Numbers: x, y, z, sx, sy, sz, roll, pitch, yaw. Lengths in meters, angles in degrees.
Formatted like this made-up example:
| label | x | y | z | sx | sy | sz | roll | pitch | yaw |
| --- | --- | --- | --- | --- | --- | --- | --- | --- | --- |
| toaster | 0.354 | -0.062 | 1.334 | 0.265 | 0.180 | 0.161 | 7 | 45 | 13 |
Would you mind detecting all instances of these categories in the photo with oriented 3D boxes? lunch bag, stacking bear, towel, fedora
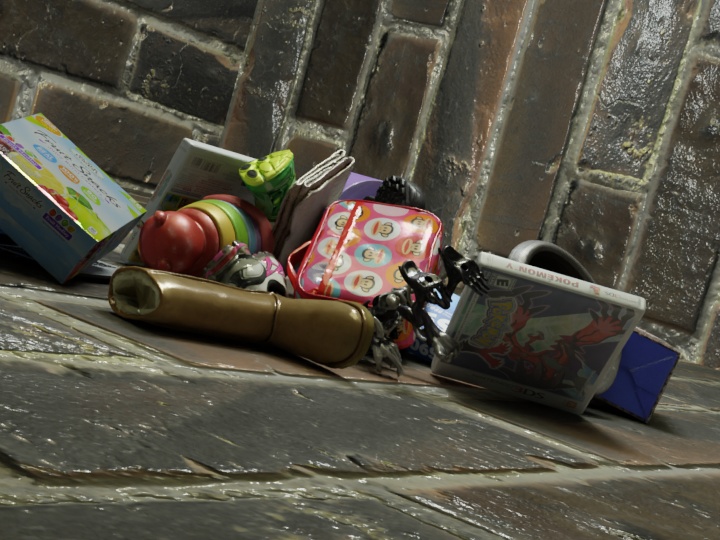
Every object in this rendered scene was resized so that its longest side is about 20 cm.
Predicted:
| label | x | y | z | sx | sy | sz | roll | pitch | yaw |
| --- | --- | --- | --- | --- | --- | --- | --- | --- | --- |
| lunch bag | 0.000 | 0.000 | 1.613 | 0.175 | 0.082 | 0.201 | 10 | 41 | 10 |
| stacking bear | -0.199 | -0.034 | 1.662 | 0.113 | 0.123 | 0.200 | 0 | 2 | 24 |
| towel | -0.076 | -0.060 | 1.796 | 0.034 | 0.201 | 0.132 | 36 | 41 | 13 |
| fedora | 0.213 | 0.063 | 1.606 | 0.090 | 0.178 | 0.200 | -22 | -54 | 42 |

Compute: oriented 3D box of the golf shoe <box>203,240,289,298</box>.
| label | x | y | z | sx | sy | sz | roll | pitch | yaw |
| --- | --- | --- | --- | --- | --- | --- | --- | --- | --- |
| golf shoe | -0.122 | 0.025 | 1.623 | 0.092 | 0.073 | 0.200 | 48 | 6 | 11 |

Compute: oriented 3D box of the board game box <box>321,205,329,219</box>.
| label | x | y | z | sx | sy | sz | roll | pitch | yaw |
| --- | --- | --- | --- | --- | --- | --- | --- | --- | --- |
| board game box | -0.003 | -0.002 | 1.851 | 0.104 | 0.104 | 0.200 | 16 | -11 | 9 |

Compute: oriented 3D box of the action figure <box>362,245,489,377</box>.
| label | x | y | z | sx | sy | sz | roll | pitch | yaw |
| --- | --- | --- | --- | --- | --- | --- | --- | --- | --- |
| action figure | 0.047 | 0.060 | 1.426 | 0.118 | 0.103 | 0.200 | -21 | -16 | -36 |

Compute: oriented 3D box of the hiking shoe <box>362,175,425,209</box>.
| label | x | y | z | sx | sy | sz | roll | pitch | yaw |
| --- | --- | --- | --- | --- | --- | --- | --- | --- | --- |
| hiking shoe | 0.063 | -0.075 | 1.862 | 0.100 | 0.076 | 0.200 | 18 | -11 | -15 |

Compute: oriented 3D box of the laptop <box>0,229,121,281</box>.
| label | x | y | z | sx | sy | sz | roll | pitch | yaw |
| --- | --- | --- | --- | --- | --- | --- | --- | --- | --- |
| laptop | -0.344 | -0.068 | 1.544 | 0.199 | 0.117 | 0.187 | 17 | 4 | 22 |

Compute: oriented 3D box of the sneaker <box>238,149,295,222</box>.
| label | x | y | z | sx | sy | sz | roll | pitch | yaw |
| --- | --- | --- | --- | --- | --- | --- | --- | --- | --- |
| sneaker | -0.109 | -0.108 | 1.769 | 0.074 | 0.084 | 0.200 | -20 | 0 | 2 |

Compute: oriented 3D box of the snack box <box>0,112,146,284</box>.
| label | x | y | z | sx | sy | sz | roll | pitch | yaw |
| --- | --- | --- | --- | --- | --- | --- | --- | --- | --- |
| snack box | -0.332 | -0.083 | 1.457 | 0.169 | 0.068 | 0.200 | 42 | 11 | -4 |

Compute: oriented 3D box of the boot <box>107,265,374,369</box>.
| label | x | y | z | sx | sy | sz | roll | pitch | yaw |
| --- | --- | --- | --- | --- | --- | --- | --- | --- | --- |
| boot | -0.112 | 0.044 | 1.282 | 0.199 | 0.067 | 0.174 | 14 | -9 | -40 |

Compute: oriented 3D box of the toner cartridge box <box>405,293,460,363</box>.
| label | x | y | z | sx | sy | sz | roll | pitch | yaw |
| --- | --- | --- | --- | --- | --- | --- | --- | --- | --- |
| toner cartridge box | 0.040 | 0.040 | 1.670 | 0.199 | 0.043 | 0.095 | 26 | 35 | 20 |

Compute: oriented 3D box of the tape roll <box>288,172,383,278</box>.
| label | x | y | z | sx | sy | sz | roll | pitch | yaw |
| --- | --- | --- | --- | --- | --- | --- | --- | --- | --- |
| tape roll | -0.015 | -0.043 | 2.026 | 0.199 | 0.202 | 0.085 | 13 | 4 | -39 |

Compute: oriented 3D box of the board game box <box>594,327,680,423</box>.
| label | x | y | z | sx | sy | sz | roll | pitch | yaw |
| --- | --- | --- | --- | --- | --- | --- | --- | --- | --- |
| board game box | 0.312 | 0.107 | 1.755 | 0.158 | 0.097 | 0.200 | 27 | 4 | 5 |

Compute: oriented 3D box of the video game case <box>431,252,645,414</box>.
| label | x | y | z | sx | sy | sz | roll | pitch | yaw |
| --- | --- | --- | --- | --- | --- | --- | --- | --- | --- |
| video game case | 0.186 | 0.073 | 1.464 | 0.181 | 0.023 | 0.201 | 16 | -41 | -3 |

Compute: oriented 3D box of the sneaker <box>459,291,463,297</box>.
| label | x | y | z | sx | sy | sz | roll | pitch | yaw |
| --- | --- | --- | --- | --- | --- | --- | --- | --- | --- |
| sneaker | 0.190 | 0.070 | 1.778 | 0.075 | 0.106 | 0.200 | 22 | -21 | -25 |

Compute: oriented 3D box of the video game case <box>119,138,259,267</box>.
| label | x | y | z | sx | sy | sz | roll | pitch | yaw |
| --- | --- | --- | --- | --- | --- | --- | --- | --- | --- |
| video game case | -0.215 | -0.079 | 1.836 | 0.023 | 0.183 | 0.199 | 37 | 13 | 28 |

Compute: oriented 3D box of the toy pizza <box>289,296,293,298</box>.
| label | x | y | z | sx | sy | sz | roll | pitch | yaw |
| --- | --- | --- | --- | --- | --- | --- | --- | --- | --- |
| toy pizza | -0.018 | 0.059 | 1.749 | 0.198 | 0.032 | 0.200 | 16 | 3 | -1 |
